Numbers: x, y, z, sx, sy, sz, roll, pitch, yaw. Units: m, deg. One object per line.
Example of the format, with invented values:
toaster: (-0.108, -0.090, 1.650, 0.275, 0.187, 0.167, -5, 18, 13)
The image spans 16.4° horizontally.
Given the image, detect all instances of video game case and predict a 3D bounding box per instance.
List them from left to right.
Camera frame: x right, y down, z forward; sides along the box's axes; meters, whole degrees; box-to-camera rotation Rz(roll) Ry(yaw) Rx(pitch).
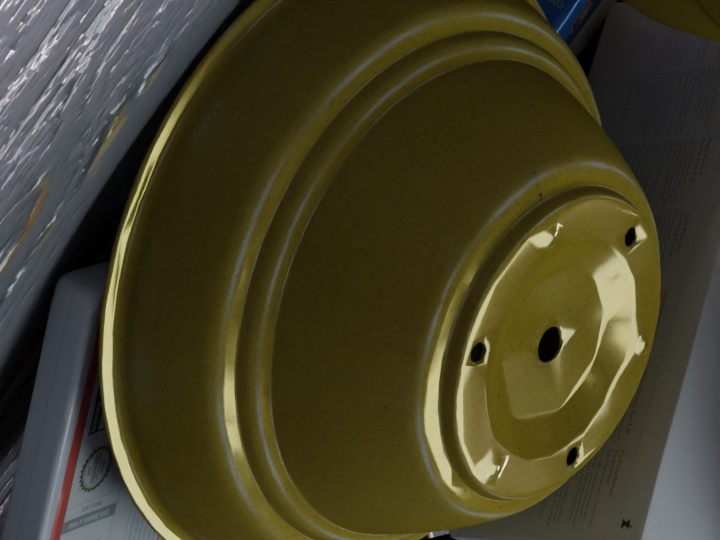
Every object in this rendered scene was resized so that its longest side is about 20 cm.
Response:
video game case: (-0.026, 0.043, 0.776, 0.200, 0.017, 0.143, -17, 133, -44)

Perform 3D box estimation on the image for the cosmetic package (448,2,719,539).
cosmetic package: (0.101, 0.005, 0.826, 0.083, 0.051, 0.200, -3, -118, 48)

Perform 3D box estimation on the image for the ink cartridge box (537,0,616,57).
ink cartridge box: (0.010, -0.043, 0.859, 0.200, 0.067, 0.116, -55, 174, 3)

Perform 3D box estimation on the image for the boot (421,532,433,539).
boot: (0.002, 0.134, 1.074, 0.073, 0.200, 0.155, -25, 135, -2)

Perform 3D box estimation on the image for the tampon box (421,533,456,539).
tampon box: (-0.021, 0.207, 0.875, 0.150, 0.200, 0.126, -11, 173, -19)

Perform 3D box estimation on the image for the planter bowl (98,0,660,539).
planter bowl: (0.027, 0.010, 0.716, 0.200, 0.083, 0.200, -25, 127, -40)

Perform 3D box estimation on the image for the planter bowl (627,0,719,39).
planter bowl: (0.112, -0.135, 0.758, 0.083, 0.200, 0.200, -17, -158, 39)

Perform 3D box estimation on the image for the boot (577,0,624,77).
boot: (0.111, -0.094, 0.985, 0.211, 0.079, 0.158, -20, -154, 28)
